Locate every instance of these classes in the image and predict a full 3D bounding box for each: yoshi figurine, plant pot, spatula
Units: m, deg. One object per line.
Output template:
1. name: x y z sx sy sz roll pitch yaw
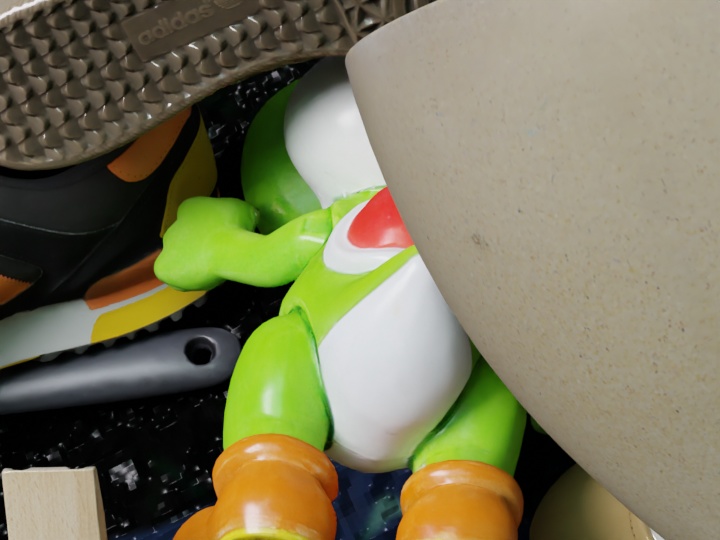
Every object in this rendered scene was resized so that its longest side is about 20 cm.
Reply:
1. yoshi figurine: 0.001 0.009 0.758 0.112 0.112 0.200 -14 52 28
2. plant pot: 0.108 -0.007 0.634 0.200 0.200 0.135 -14 86 9
3. spatula: -0.132 0.042 0.821 0.200 0.021 0.057 -11 61 10

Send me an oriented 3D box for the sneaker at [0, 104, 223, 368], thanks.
1. sneaker: -0.134 -0.006 0.778 0.200 0.090 0.070 -24 43 -16

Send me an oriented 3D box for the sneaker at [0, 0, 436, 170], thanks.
1. sneaker: -0.019 -0.089 0.725 0.200 0.070 0.076 -15 29 4

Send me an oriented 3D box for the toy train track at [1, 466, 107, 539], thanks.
1. toy train track: -0.027 0.099 0.674 0.200 0.033 0.115 -1 104 9

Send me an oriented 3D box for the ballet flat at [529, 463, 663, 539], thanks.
1. ballet flat: 0.139 0.060 0.713 0.200 0.063 0.069 -2 65 15
